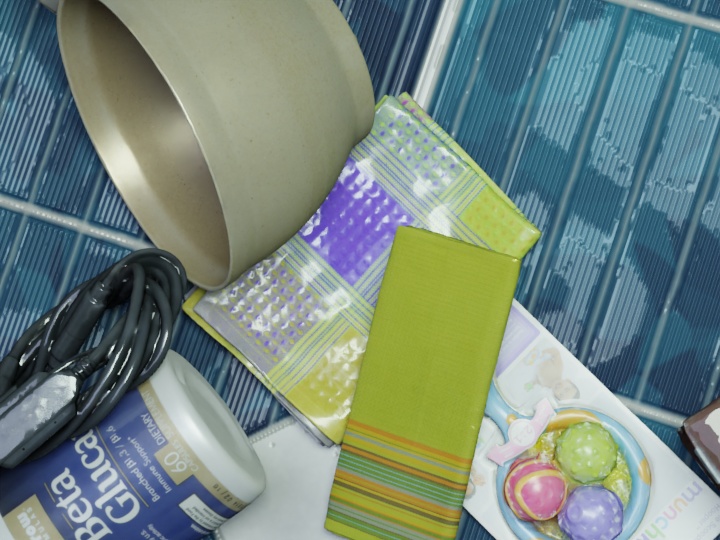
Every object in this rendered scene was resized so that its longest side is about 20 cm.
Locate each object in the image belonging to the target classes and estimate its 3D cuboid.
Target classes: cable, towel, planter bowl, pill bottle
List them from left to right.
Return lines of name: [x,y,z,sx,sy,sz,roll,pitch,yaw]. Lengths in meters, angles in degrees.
cable: [-0.185,0.062,1.149,0.200,0.163,0.051,-43,106,-8]
pill bottle: [-0.167,0.148,1.150,0.200,0.111,0.111,-37,79,4]
planter bowl: [-0.077,-0.105,1.138,0.135,0.200,0.200,-28,78,-21]
towel: [0.000,0.000,1.184,0.200,0.023,0.144,-44,78,3]
towel: [0.038,0.078,1.140,0.086,0.018,0.200,17,100,24]

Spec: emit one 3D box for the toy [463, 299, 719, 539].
toy: [0.116,0.119,1.137,0.200,0.047,0.115,45,94,12]

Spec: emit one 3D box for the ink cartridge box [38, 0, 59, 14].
ink cartridge box: [-0.145,-0.272,1.209,0.146,0.083,0.200,-8,82,9]

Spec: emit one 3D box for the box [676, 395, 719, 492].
box: [0.306,0.097,1.046,0.200,0.166,0.164,-37,80,4]
